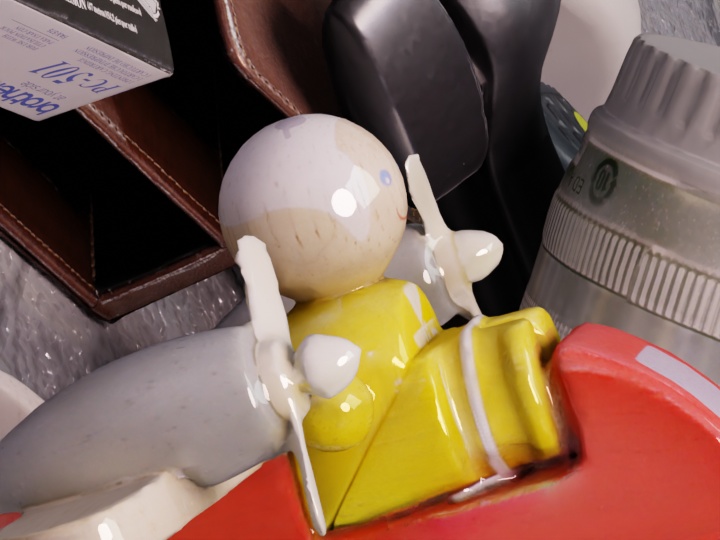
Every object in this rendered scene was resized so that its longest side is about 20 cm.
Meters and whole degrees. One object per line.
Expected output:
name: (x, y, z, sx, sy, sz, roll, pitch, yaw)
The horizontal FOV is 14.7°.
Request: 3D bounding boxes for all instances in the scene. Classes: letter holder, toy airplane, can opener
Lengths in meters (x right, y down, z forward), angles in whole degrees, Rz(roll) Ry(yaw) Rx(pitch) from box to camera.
letter holder: (-0.079, -0.114, 0.829, 0.142, 0.100, 0.200, 44, 31, -45)
toy airplane: (-0.024, 0.032, 0.672, 0.199, 0.200, 0.142, -4, 101, -29)
can opener: (0.034, -0.032, 0.827, 0.063, 0.079, 0.200, 33, -22, 40)

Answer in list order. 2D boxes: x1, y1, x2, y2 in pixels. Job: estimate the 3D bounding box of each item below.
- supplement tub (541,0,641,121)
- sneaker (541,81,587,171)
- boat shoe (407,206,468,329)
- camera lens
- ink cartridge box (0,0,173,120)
supplement tub: (0.021, -0.145, 1.051, 0.145, 0.145, 0.200, 45, 30, -48)
sneaker: (0.066, -0.011, 0.980, 0.066, 0.078, 0.200, 54, 7, 14)
boat shoe: (0.000, 0.000, 0.919, 0.200, 0.070, 0.070, 43, 37, -1)
camera lens: (0.115, 0.050, 0.784, 0.160, 0.160, 0.200, -14, 121, -70)
ink cartridge box: (-0.110, -0.100, 0.635, 0.200, 0.044, 0.094, 21, 54, -67)
